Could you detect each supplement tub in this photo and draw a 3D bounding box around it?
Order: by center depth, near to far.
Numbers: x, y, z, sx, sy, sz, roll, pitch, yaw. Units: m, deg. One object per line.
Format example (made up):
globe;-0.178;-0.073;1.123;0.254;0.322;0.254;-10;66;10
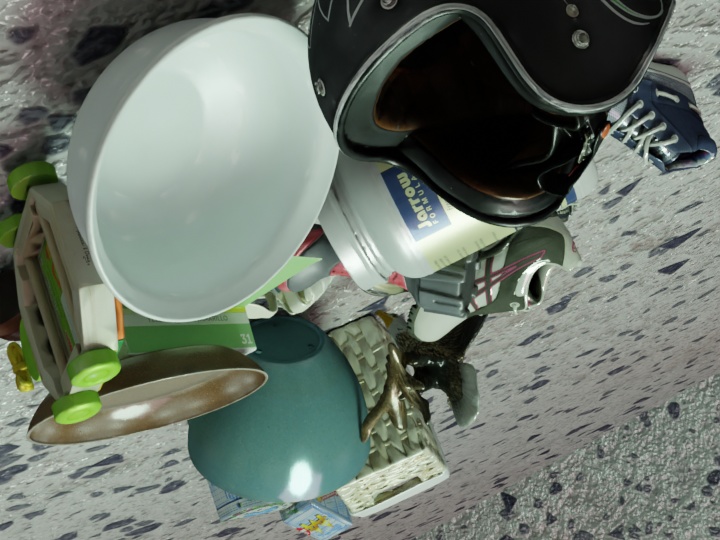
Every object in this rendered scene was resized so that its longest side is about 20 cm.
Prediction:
supplement tub;0.065;-0.083;0.918;0.199;0.146;0.145;-27;160;8

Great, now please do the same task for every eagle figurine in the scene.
eagle figurine;0.083;0.080;1.278;0.151;0.152;0.200;-24;-176;40

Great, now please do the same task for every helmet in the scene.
helmet;0.069;-0.139;0.716;0.201;0.190;0.200;-60;176;-8

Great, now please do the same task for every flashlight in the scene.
flashlight;0.000;0.000;1.019;0.199;0.068;0.068;12;156;20

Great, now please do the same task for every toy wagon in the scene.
toy wagon;-0.215;0.026;0.845;0.039;0.156;0.200;-12;158;-28

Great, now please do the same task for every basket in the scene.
basket;0.006;0.171;1.431;0.135;0.201;0.123;-24;156;2

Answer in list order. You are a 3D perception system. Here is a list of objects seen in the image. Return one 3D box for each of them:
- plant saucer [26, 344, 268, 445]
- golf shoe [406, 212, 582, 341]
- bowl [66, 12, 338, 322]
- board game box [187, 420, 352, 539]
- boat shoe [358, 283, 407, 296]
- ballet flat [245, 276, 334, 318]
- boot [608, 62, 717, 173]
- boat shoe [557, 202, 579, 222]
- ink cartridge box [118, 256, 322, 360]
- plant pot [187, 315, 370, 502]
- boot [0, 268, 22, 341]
plant saucer;-0.175;0.100;0.981;0.199;0.032;0.200;-16;167;-4
golf shoe;0.119;0.017;1.128;0.077;0.088;0.200;-21;158;-53
bowl;-0.113;-0.076;0.761;0.201;0.090;0.202;-31;135;-36
board game box;-0.097;0.237;1.473;0.199;0.201;0.062;-1;151;-48
boat shoe;0.069;-0.021;1.191;0.199;0.076;0.074;-9;145;-52
ballet flat;-0.082;0.014;1.119;0.199;0.070;0.069;-5;153;-43
boot;0.249;-0.138;1.068;0.199;0.091;0.073;-4;153;-43
boat shoe;0.180;-0.073;1.154;0.072;0.071;0.200;-11;145;-34
ink cartridge box;-0.140;0.046;0.981;0.199;0.048;0.145;-27;163;36
plant pot;-0.085;0.129;1.273;0.199;0.200;0.136;-13;124;-26
boot;-0.202;0.023;1.013;0.185;0.065;0.200;-19;161;11
